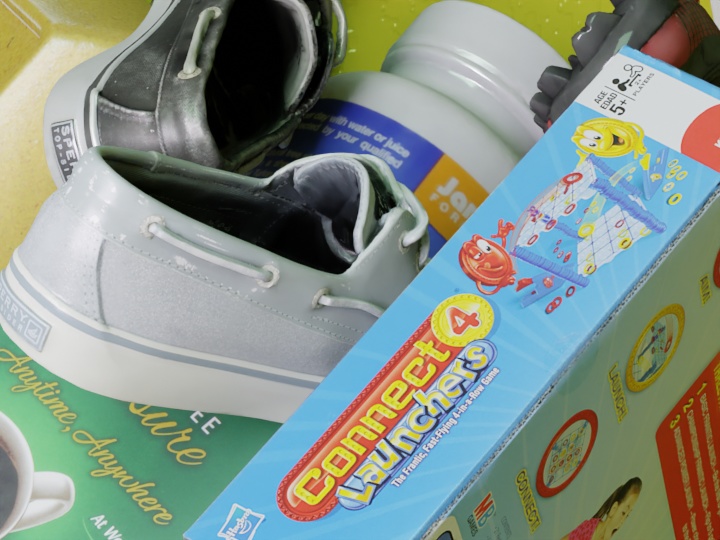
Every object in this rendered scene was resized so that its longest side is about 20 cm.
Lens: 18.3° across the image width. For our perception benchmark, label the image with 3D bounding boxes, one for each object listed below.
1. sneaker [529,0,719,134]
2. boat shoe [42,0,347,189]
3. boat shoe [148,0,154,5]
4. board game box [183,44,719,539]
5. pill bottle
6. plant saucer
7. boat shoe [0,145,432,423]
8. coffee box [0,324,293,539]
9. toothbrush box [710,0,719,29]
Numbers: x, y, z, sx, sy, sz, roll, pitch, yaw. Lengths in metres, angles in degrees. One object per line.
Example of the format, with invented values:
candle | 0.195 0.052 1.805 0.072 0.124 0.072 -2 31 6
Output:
sneaker | 0.118 -0.037 0.754 0.098 0.200 0.071 38 88 21
boat shoe | -0.038 -0.073 0.762 0.063 0.071 0.200 -14 23 24
boat shoe | -0.071 -0.074 0.881 0.075 0.074 0.200 -3 36 19
board game box | 0.055 0.069 0.676 0.056 0.200 0.196 30 67 31
pill bottle | 0.000 0.000 0.806 0.112 0.112 0.200 24 65 32
plant saucer | -0.176 -0.054 0.865 0.200 0.048 0.200 -48 41 0
boat shoe | -0.013 0.002 0.664 0.070 0.200 0.072 46 116 37
coffee box | -0.114 0.090 0.678 0.200 0.044 0.123 -42 59 -14
toothbrush box | 0.163 -0.214 0.859 0.086 0.200 0.146 -6 52 15
